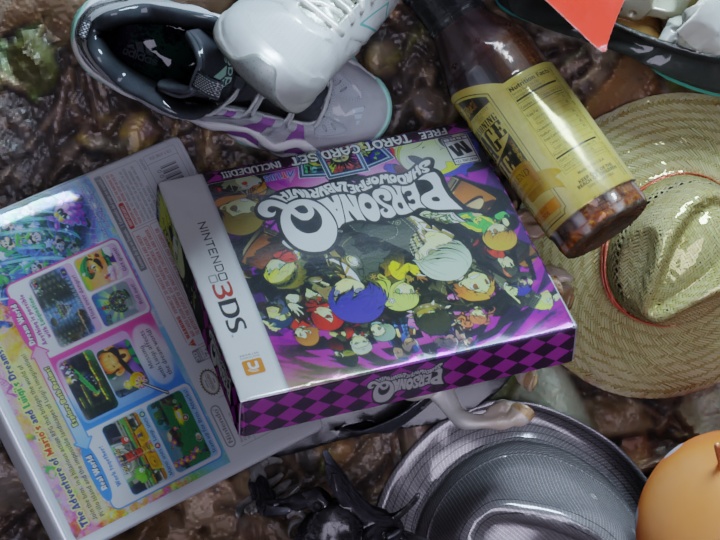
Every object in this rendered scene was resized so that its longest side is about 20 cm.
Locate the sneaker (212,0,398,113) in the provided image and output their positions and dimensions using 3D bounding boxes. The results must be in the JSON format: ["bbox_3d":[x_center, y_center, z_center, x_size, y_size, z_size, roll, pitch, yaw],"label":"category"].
[{"bbox_3d":[-0.023,-0.151,1.296,0.070,0.200,0.080,44,117,-4],"label":"sneaker"}]

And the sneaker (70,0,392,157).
[{"bbox_3d":[-0.073,-0.108,1.330,0.200,0.140,0.078,13,96,-7],"label":"sneaker"}]

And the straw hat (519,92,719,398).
[{"bbox_3d":[0.195,-0.012,1.401,0.201,0.085,0.202,-1,98,-7],"label":"straw hat"}]

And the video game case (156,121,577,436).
[{"bbox_3d":[0.000,0.000,1.319,0.200,0.181,0.036,-11,138,-14],"label":"video game case"}]

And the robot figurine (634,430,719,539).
[{"bbox_3d":[0.242,0.161,1.386,0.144,0.200,0.117,-25,59,27],"label":"robot figurine"}]

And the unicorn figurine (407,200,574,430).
[{"bbox_3d":[0.045,0.037,1.362,0.137,0.200,0.074,15,136,13],"label":"unicorn figurine"}]

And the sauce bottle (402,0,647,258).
[{"bbox_3d":[0.091,-0.102,1.367,0.066,0.066,0.200,-35,77,-1],"label":"sauce bottle"}]

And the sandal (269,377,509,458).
[{"bbox_3d":[0.012,0.071,1.413,0.200,0.043,0.076,-22,100,-3],"label":"sandal"}]

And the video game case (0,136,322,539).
[{"bbox_3d":[-0.141,0.042,1.347,0.182,0.024,0.200,-25,88,-28],"label":"video game case"}]

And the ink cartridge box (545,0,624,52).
[{"bbox_3d":[0.130,-0.251,1.315,0.162,0.050,0.200,40,53,-21],"label":"ink cartridge box"}]

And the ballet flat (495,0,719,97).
[{"bbox_3d":[0.177,-0.157,1.380,0.200,0.068,0.068,16,57,-9],"label":"ballet flat"}]

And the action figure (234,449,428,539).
[{"bbox_3d":[-0.044,0.173,1.393,0.200,0.102,0.119,-20,100,13],"label":"action figure"}]

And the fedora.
[{"bbox_3d":[0.109,0.183,1.415,0.177,0.090,0.200,-43,100,0],"label":"fedora"}]
